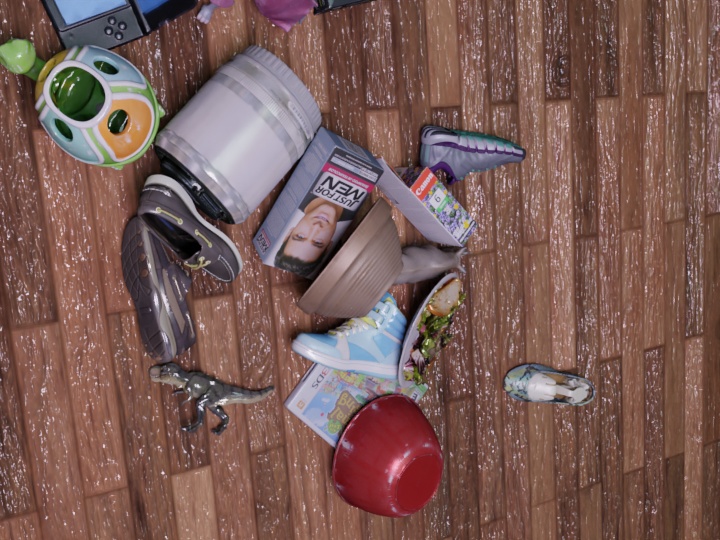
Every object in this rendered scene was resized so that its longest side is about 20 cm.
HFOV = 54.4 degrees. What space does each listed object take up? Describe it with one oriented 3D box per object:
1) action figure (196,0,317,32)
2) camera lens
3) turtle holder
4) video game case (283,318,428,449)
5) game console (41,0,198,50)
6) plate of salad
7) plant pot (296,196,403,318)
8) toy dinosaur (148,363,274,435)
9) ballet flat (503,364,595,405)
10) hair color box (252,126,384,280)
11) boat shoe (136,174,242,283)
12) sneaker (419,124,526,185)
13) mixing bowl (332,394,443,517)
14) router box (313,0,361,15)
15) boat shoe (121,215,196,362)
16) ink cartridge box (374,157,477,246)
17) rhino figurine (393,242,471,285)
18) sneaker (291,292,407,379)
[{"bbox_3d":[-0.147,-0.397,0.945,0.196,0.148,0.138,9,97,-33],"label":"action figure"},{"bbox_3d":[-0.167,-0.178,0.951,0.160,0.159,0.201,46,77,-23],"label":"camera lens"},{"bbox_3d":[-0.338,-0.221,0.865,0.139,0.132,0.189,-30,93,-1],"label":"turtle holder"},{"bbox_3d":[-0.002,0.206,1.159,0.200,0.022,0.183,44,77,-24],"label":"video game case"},{"bbox_3d":[-0.325,-0.393,0.871,0.170,0.118,0.204,-28,107,-20],"label":"game console"},{"bbox_3d":[0.121,0.102,1.136,0.201,0.047,0.203,-48,152,-36],"label":"plate of salad"},{"bbox_3d":[0.000,0.000,1.024,0.092,0.201,0.202,38,79,-4],"label":"plant pot"},{"bbox_3d":[-0.221,0.197,1.039,0.196,0.047,0.091,19,82,-30],"label":"toy dinosaur"},{"bbox_3d":[0.361,0.218,1.312,0.195,0.074,0.077,6,94,-26],"label":"ballet flat"},{"bbox_3d":[-0.063,-0.092,1.014,0.097,0.061,0.202,18,116,-39],"label":"hair color box"},{"bbox_3d":[-0.233,-0.040,0.959,0.202,0.070,0.062,54,39,-42],"label":"boat shoe"},{"bbox_3d":[0.184,-0.187,1.184,0.194,0.075,0.090,6,111,-19],"label":"sneaker"},{"bbox_3d":[0.064,0.319,1.136,0.196,0.107,0.206,-13,113,-33],"label":"mixing bowl"},{"bbox_3d":[0.006,-0.485,1.051,0.196,0.062,0.154,-22,107,-22],"label":"router box"},{"bbox_3d":[-0.280,0.023,0.982,0.072,0.073,0.206,-17,101,-49],"label":"boat shoe"},{"bbox_3d":[0.088,-0.124,1.111,0.200,0.108,0.051,45,78,-23],"label":"ink cartridge box"},{"bbox_3d":[0.103,-0.014,1.145,0.195,0.087,0.062,-8,102,-27],"label":"rhino figurine"},{"bbox_3d":[-0.011,0.088,1.088,0.196,0.079,0.134,16,91,-36],"label":"sneaker"}]
